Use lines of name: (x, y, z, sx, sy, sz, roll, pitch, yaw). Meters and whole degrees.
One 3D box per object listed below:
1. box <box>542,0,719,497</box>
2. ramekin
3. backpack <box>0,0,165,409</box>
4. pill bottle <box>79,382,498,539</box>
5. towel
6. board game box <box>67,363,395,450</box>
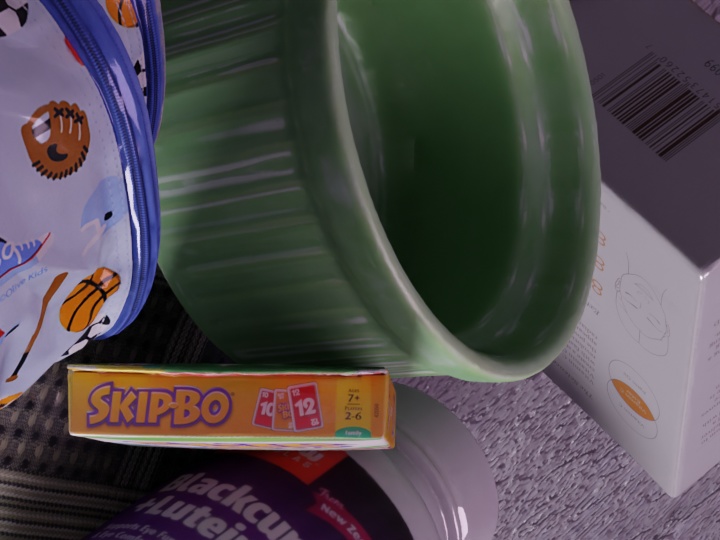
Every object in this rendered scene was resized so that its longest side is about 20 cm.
box: (0.139, -0.018, 1.211, 0.106, 0.152, 0.200, -36, 153, -19)
ramekin: (0.000, -0.053, 0.920, 0.097, 0.201, 0.200, -10, 170, 29)
backpack: (-0.139, -0.047, 0.726, 0.154, 0.190, 0.200, -34, 151, -22)
pill bottle: (-0.038, 0.121, 0.952, 0.200, 0.111, 0.112, -34, 153, -43)
towel: (-0.088, 0.034, 0.958, 0.200, 0.034, 0.193, 18, 95, -60)
board game box: (-0.037, 0.045, 0.840, 0.095, 0.030, 0.200, 0, 173, 2)
